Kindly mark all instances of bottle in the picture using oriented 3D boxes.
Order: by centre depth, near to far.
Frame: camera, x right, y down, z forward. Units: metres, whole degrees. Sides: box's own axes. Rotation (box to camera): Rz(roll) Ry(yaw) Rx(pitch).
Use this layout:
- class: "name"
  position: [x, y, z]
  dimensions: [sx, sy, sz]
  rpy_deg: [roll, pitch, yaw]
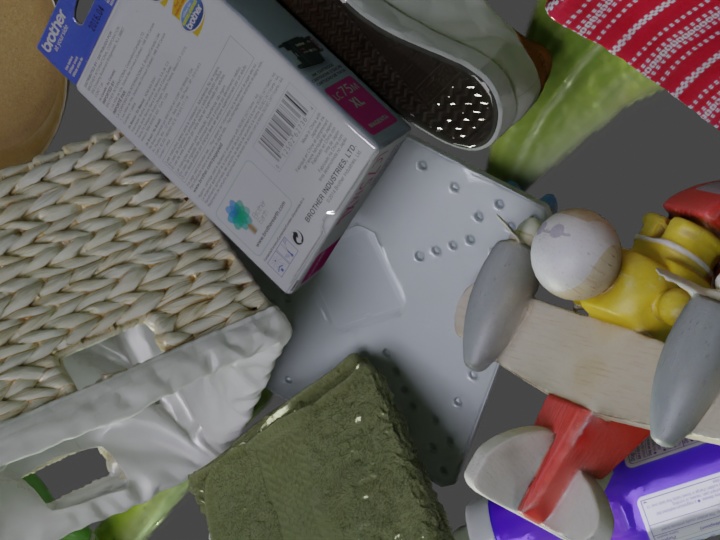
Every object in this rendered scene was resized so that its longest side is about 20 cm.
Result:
- class: "bottle"
  position: [0.155, 0.115, 1.073]
  dimensions: [0.199, 0.084, 0.066]
  rpy_deg: [-20, 95, 13]

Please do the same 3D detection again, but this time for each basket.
- class: "basket"
  position: [-0.174, 0.049, 1.157]
  dimensions: [0.161, 0.198, 0.200]
  rpy_deg: [58, 153, 17]

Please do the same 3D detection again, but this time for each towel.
- class: "towel"
  position: [0.199, -0.108, 0.942]
  dimensions: [0.200, 0.023, 0.144]
  rpy_deg: [31, 139, -31]
- class: "towel"
  position: [-0.013, 0.159, 1.145]
  dimensions: [0.148, 0.036, 0.201]
  rpy_deg: [-36, 57, 19]

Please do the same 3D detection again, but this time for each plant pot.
- class: "plant pot"
  position: [-0.256, -0.148, 1.252]
  dimensions: [0.199, 0.027, 0.201]
  rpy_deg: [12, 118, 24]

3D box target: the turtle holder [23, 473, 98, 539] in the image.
- class: "turtle holder"
  position: [-0.267, 0.186, 1.366]
  dimensions: [0.141, 0.185, 0.132]
  rpy_deg: [50, 134, 41]

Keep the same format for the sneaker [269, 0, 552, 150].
- class: "sneaker"
  position: [0.011, -0.135, 1.074]
  dimensions: [0.200, 0.085, 0.073]
  rpy_deg: [35, 134, 17]

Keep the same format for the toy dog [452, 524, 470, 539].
- class: "toy dog"
  position: [0.061, 0.173, 1.184]
  dimensions: [0.199, 0.132, 0.097]
  rpy_deg: [17, 80, 13]

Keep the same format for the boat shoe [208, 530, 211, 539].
- class: "boat shoe"
  position: [-0.019, 0.226, 1.269]
  dimensions: [0.200, 0.071, 0.064]
  rpy_deg: [38, 125, 7]

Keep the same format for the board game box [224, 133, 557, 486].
- class: "board game box"
  position: [0.000, 0.000, 1.177]
  dimensions: [0.199, 0.026, 0.201]
  rpy_deg: [28, 124, 16]

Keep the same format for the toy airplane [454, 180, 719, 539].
- class: "toy airplane"
  position: [0.119, 0.036, 1.004]
  dimensions: [0.199, 0.200, 0.141]
  rpy_deg: [-22, 120, 26]

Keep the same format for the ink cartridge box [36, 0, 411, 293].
- class: "ink cartridge box"
  position: [-0.076, -0.097, 1.081]
  dimensions: [0.200, 0.042, 0.120]
  rpy_deg: [42, 132, 9]
